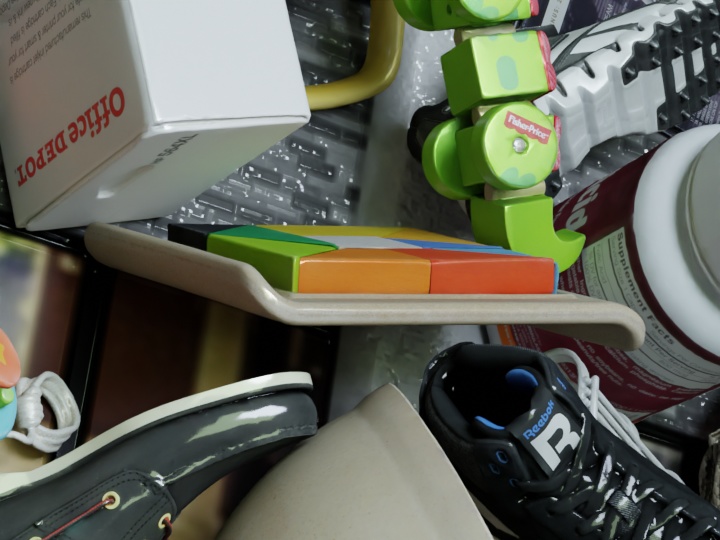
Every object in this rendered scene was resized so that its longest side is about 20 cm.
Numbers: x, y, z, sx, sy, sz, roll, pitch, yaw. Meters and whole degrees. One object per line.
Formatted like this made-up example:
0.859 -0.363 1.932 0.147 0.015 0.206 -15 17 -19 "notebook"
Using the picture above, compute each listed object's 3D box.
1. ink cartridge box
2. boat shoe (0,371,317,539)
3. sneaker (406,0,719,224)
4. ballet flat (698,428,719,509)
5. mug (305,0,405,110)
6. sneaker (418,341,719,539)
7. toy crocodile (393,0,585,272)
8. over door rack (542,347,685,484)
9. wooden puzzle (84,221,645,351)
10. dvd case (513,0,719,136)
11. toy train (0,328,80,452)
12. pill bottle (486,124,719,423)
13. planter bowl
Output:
-0.108 -0.134 1.207 0.084 0.146 0.202 -5 77 -33 "ink cartridge box"
-0.106 0.100 1.138 0.200 0.074 0.063 -24 76 -3 "boat shoe"
0.103 -0.096 1.345 0.199 0.090 0.067 -33 134 -25 "sneaker"
0.216 0.051 1.364 0.046 0.067 0.200 55 48 -26 "ballet flat"
-0.024 -0.191 1.301 0.152 0.187 0.150 -10 46 -40 "mug"
0.099 0.099 1.117 0.199 0.112 0.073 30 71 32 "sneaker"
0.061 -0.095 1.241 0.061 0.067 0.202 -10 89 -25 "toy crocodile"
0.115 0.155 1.237 0.148 0.066 0.201 46 30 -50 "over door rack"
0.000 0.000 1.204 0.199 0.185 0.038 6 94 -29 "wooden puzzle"
0.182 -0.136 1.449 0.199 0.016 0.150 29 63 -19 "dvd case"
-0.175 -0.012 1.157 0.150 0.055 0.201 -26 90 -56 "toy train"
0.153 -0.001 1.277 0.113 0.200 0.115 10 69 -27 "pill bottle"
-0.001 0.168 1.156 0.134 0.200 0.201 -27 88 -7 "planter bowl"
